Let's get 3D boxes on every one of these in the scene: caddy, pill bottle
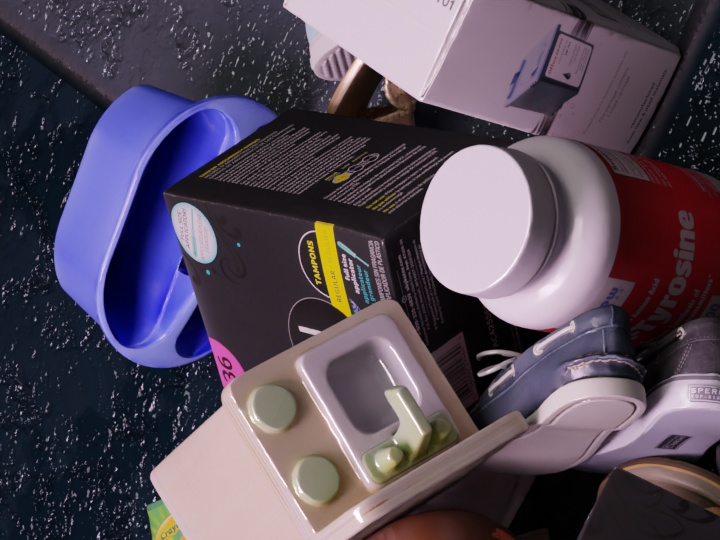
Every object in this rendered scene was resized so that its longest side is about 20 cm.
[{"bbox_3d":[-0.123,-0.033,1.866,0.105,0.141,0.201,33,106,47],"label":"caddy"},{"bbox_3d":[0.132,-0.017,1.571,0.112,0.199,0.113,-9,77,43],"label":"pill bottle"}]

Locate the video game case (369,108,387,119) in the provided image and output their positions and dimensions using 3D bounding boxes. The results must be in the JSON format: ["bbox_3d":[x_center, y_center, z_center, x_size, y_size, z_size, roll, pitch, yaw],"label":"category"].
[{"bbox_3d":[0.035,0.004,1.789,0.200,0.018,0.144,46,114,38],"label":"video game case"}]

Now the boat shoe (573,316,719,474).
[{"bbox_3d":[0.172,0.073,1.570,0.200,0.069,0.067,124,151,-70],"label":"boat shoe"}]

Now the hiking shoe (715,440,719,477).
[{"bbox_3d":[0.247,0.041,1.518,0.076,0.100,0.201,45,114,39],"label":"hiking shoe"}]

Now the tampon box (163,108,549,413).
[{"bbox_3d":[0.000,0.000,1.684,0.199,0.126,0.151,11,127,44],"label":"tampon box"}]

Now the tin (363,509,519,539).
[{"bbox_3d":[0.012,0.210,1.574,0.200,0.112,0.042,-34,40,20],"label":"tin"}]

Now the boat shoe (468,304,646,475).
[{"bbox_3d":[0.106,0.072,1.554,0.200,0.074,0.062,131,143,-66],"label":"boat shoe"}]

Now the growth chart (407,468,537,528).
[{"bbox_3d":[0.049,0.135,1.673,0.144,0.018,0.200,19,65,36],"label":"growth chart"}]

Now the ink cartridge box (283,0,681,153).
[{"bbox_3d":[0.076,-0.150,1.649,0.146,0.199,0.086,38,109,41],"label":"ink cartridge box"}]

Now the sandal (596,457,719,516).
[{"bbox_3d":[0.208,0.165,1.545,0.199,0.054,0.081,24,144,40],"label":"sandal"}]

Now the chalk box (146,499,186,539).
[{"bbox_3d":[-0.052,0.194,1.767,0.124,0.124,0.201,-24,68,39],"label":"chalk box"}]

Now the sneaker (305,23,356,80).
[{"bbox_3d":[0.029,-0.208,1.794,0.200,0.074,0.082,-31,64,35],"label":"sneaker"}]

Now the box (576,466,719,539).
[{"bbox_3d":[0.155,0.240,1.459,0.125,0.148,0.201,105,-168,-56],"label":"box"}]

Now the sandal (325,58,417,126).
[{"bbox_3d":[0.006,-0.084,1.790,0.070,0.078,0.212,40,122,7],"label":"sandal"}]

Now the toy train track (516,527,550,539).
[{"bbox_3d":[0.076,0.230,1.700,0.114,0.032,0.201,-24,68,39],"label":"toy train track"}]

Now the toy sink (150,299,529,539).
[{"bbox_3d":[-0.017,0.100,1.553,0.112,0.130,0.200,58,149,6],"label":"toy sink"}]
